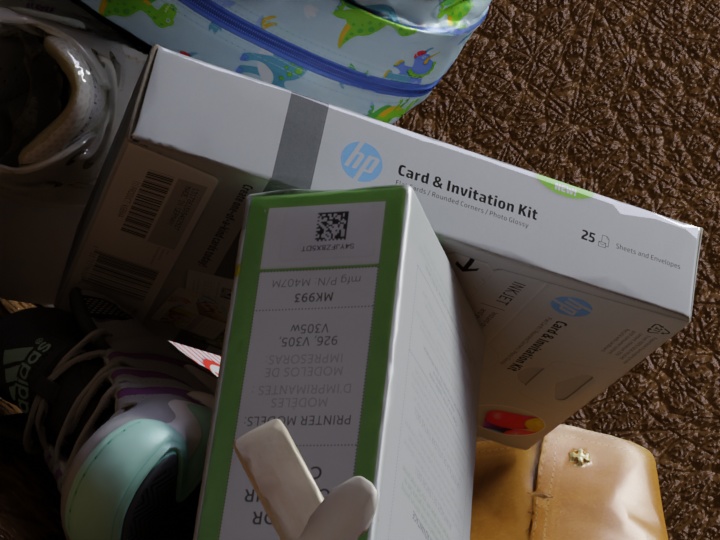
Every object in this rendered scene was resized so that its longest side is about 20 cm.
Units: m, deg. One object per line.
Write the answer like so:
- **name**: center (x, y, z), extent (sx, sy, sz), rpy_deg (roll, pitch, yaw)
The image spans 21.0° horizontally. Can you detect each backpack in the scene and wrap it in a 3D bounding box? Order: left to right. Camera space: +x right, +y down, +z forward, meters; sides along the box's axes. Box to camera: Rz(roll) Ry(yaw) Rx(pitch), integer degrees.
- **backpack**: center (-0.044, -0.136, 0.742), extent (0.200, 0.154, 0.163), rpy_deg (47, 22, -11)

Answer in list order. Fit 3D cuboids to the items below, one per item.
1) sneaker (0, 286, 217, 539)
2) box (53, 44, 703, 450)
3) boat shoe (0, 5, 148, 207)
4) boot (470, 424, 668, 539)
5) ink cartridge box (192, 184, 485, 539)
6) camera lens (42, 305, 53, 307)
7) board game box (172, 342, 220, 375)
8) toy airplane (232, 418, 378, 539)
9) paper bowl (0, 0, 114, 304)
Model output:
- **sneaker**: center (-0.099, 0.051, 0.675), extent (0.139, 0.078, 0.200), rpy_deg (34, -3, 12)
- **box**: center (0.000, 0.000, 0.702), extent (0.199, 0.041, 0.156), rpy_deg (18, -26, -10)
- **boat shoe**: center (-0.119, -0.059, 0.708), extent (0.199, 0.071, 0.069), rpy_deg (4, 2, -44)
- **boot**: center (0.111, 0.130, 0.753), extent (0.199, 0.145, 0.071), rpy_deg (8, -42, 9)
- **ink cartridge box**: center (-0.006, 0.085, 0.597), extent (0.059, 0.201, 0.104), rpy_deg (-4, -30, 17)
- **camera lens**: center (-0.141, -0.092, 1.059), extent (0.160, 0.200, 0.160), rpy_deg (38, 2, -2)
- **board game box**: center (-0.026, 0.108, 0.892), extent (0.200, 0.046, 0.151), rpy_deg (39, 2, 16)
- **toy airplane**: center (0.034, 0.143, 0.375), extent (0.200, 0.140, 0.201), rpy_deg (26, -47, 57)
- **paper bowl**: center (-0.144, -0.058, 0.857), extent (0.199, 0.105, 0.201), rpy_deg (6, -28, 3)
